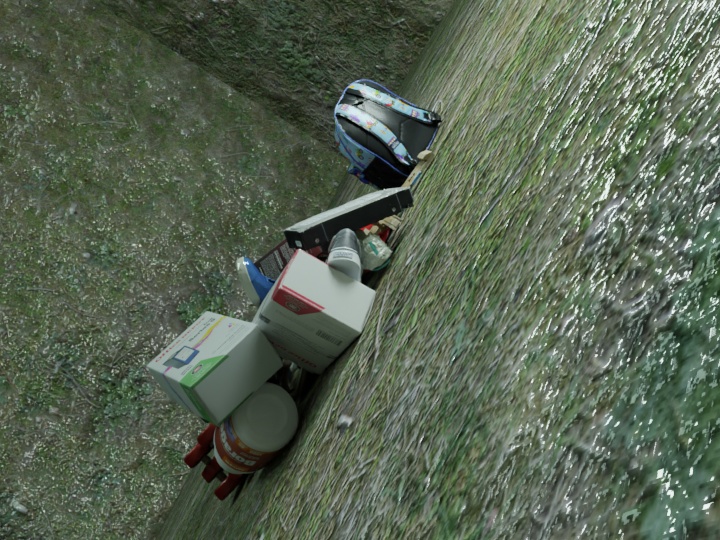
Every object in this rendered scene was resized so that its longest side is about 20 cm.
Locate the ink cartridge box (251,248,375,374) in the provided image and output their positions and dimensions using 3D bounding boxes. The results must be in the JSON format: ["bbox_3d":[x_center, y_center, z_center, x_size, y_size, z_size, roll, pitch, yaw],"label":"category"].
[{"bbox_3d":[-0.081,0.071,1.354,0.200,0.144,0.086,-49,14,55],"label":"ink cartridge box"}]

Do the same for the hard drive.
[{"bbox_3d":[-0.021,-0.087,1.410,0.197,0.038,0.140,-22,9,-13],"label":"hard drive"}]

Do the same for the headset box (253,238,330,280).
[{"bbox_3d":[-0.106,-0.034,1.823,0.199,0.078,0.148,-36,-16,31],"label":"headset box"}]

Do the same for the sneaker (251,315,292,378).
[{"bbox_3d":[-0.176,0.141,1.698,0.080,0.145,0.202,40,107,45],"label":"sneaker"}]

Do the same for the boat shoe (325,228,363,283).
[{"bbox_3d":[-0.029,0.004,1.377,0.201,0.070,0.069,92,-176,-59],"label":"boat shoe"}]

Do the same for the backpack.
[{"bbox_3d":[0.033,-0.263,1.673,0.135,0.198,0.184,-49,14,57],"label":"backpack"}]

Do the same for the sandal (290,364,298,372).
[{"bbox_3d":[-0.106,0.090,1.637,0.079,0.058,0.210,20,-93,-72],"label":"sandal"}]

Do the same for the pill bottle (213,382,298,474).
[{"bbox_3d":[-0.182,0.271,1.421,0.200,0.111,0.113,-52,10,55],"label":"pill bottle"}]

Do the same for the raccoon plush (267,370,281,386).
[{"bbox_3d":[-0.211,0.192,1.569,0.098,0.131,0.202,-83,-2,-45],"label":"raccoon plush"}]

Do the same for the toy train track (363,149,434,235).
[{"bbox_3d":[0.060,-0.137,1.531,0.201,0.032,0.115,-53,27,-1],"label":"toy train track"}]

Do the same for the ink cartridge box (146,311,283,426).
[{"bbox_3d":[-0.239,0.152,1.378,0.145,0.088,0.199,-43,23,-23],"label":"ink cartridge box"}]

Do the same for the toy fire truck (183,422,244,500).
[{"bbox_3d":[-0.238,0.335,1.665,0.168,0.112,0.201,-40,-10,-47],"label":"toy fire truck"}]

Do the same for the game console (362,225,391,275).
[{"bbox_3d":[0.000,0.000,1.596,0.201,0.116,0.175,-68,-21,-50],"label":"game console"}]

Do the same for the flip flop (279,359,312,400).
[{"bbox_3d":[-0.118,0.183,1.531,0.082,0.057,0.200,-61,5,-25],"label":"flip flop"}]

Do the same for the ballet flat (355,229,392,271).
[{"bbox_3d":[-0.006,-0.044,1.445,0.073,0.071,0.199,-61,21,-8],"label":"ballet flat"}]

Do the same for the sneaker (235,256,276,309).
[{"bbox_3d":[-0.127,0.040,1.486,0.110,0.202,0.077,-30,21,5],"label":"sneaker"}]

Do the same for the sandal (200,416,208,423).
[{"bbox_3d":[-0.237,0.186,1.483,0.076,0.043,0.201,-37,20,32],"label":"sandal"}]
